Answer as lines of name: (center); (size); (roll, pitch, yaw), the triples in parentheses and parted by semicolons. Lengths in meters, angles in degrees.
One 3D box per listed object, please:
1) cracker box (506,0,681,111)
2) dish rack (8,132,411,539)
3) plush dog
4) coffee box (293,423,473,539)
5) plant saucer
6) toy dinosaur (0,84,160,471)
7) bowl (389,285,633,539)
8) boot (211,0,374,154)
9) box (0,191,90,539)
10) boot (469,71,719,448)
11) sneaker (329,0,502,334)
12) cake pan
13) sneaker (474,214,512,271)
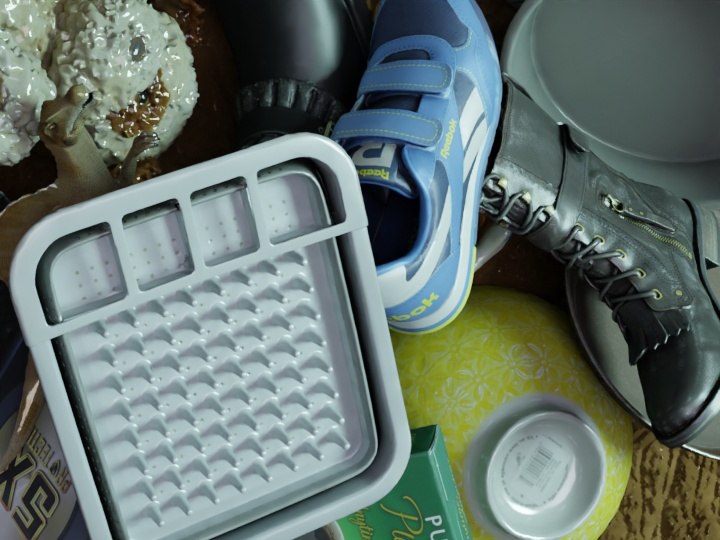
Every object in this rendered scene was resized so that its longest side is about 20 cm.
cracker box: (0.193, -0.219, 0.904); (0.134, 0.058, 0.200); (37, 86, -19)
dish rack: (-0.071, 0.042, 0.693); (0.171, 0.044, 0.200); (-21, 112, -20)
plush dog: (-0.165, -0.115, 0.769); (0.172, 0.160, 0.200); (28, 63, -33)
coffee box: (-0.033, 0.170, 0.844); (0.200, 0.044, 0.123); (-15, 103, 14)
plant saucer: (0.211, 0.034, 0.912); (0.200, 0.032, 0.200); (12, 57, -20)
toy dinosaur: (-0.136, -0.002, 0.713); (0.101, 0.058, 0.200); (0, 114, -30)
bowl: (0.094, 0.114, 0.890); (0.200, 0.108, 0.201); (-2, 98, -18)
boot: (-0.052, -0.094, 0.783); (0.211, 0.079, 0.158); (56, 47, -24)
box: (-0.180, 0.086, 0.776); (0.164, 0.086, 0.200); (-44, 87, -7)
boot: (0.128, -0.008, 0.820); (0.174, 0.200, 0.069); (29, 131, -22)
sneaker: (0.026, -0.070, 0.759); (0.082, 0.074, 0.200); (19, 71, -58)
cake pan: (0.183, -0.117, 0.847); (0.200, 0.200, 0.037); (36, 48, -19)
sneaker: (0.000, 0.000, 0.858); (0.200, 0.081, 0.077); (-34, 108, -10)
